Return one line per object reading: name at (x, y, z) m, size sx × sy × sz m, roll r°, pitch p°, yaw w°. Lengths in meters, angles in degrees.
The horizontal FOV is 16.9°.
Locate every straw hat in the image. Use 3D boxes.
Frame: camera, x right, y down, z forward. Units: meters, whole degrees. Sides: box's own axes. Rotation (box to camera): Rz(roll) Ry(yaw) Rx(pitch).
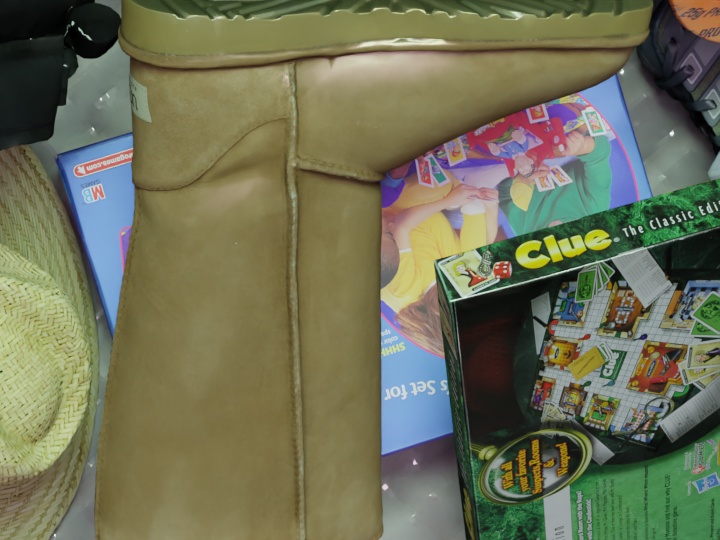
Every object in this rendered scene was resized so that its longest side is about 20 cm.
straw hat at (-0.134, 0.027, 0.780) m, size 0.200 × 0.085 × 0.203 m, roll -2°, pitch 93°, yaw -43°

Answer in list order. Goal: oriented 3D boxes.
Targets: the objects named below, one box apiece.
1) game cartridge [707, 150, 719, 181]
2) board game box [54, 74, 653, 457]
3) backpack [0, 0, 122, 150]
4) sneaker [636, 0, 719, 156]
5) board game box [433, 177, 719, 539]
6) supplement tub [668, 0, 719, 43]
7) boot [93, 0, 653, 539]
game cartridge at (0.202, -0.034, 0.832) m, size 0.200 × 0.041 × 0.134 m, roll -34°, pitch 103°, yaw -37°
board game box at (0.006, -0.004, 0.864) m, size 0.199 × 0.045 × 0.135 m, roll -17°, pitch 90°, yaw -6°
backpack at (-0.189, -0.078, 0.696) m, size 0.200 × 0.126 × 0.167 m, roll -44°, pitch 124°, yaw -23°
sneaker at (0.140, -0.063, 0.874) m, size 0.080 × 0.074 × 0.202 m, roll -2°, pitch 82°, yaw 4°
board game box at (0.082, 0.050, 0.805) m, size 0.104 × 0.201 × 0.024 m, roll -17°, pitch 52°, yaw -7°
supplement tub at (0.117, -0.183, 0.807) m, size 0.122 × 0.123 × 0.201 m, roll -13°, pitch 62°, yaw -6°
boot at (0.000, 0.000, 0.778) m, size 0.174 × 0.066 × 0.201 m, roll -2°, pitch 117°, yaw -9°
